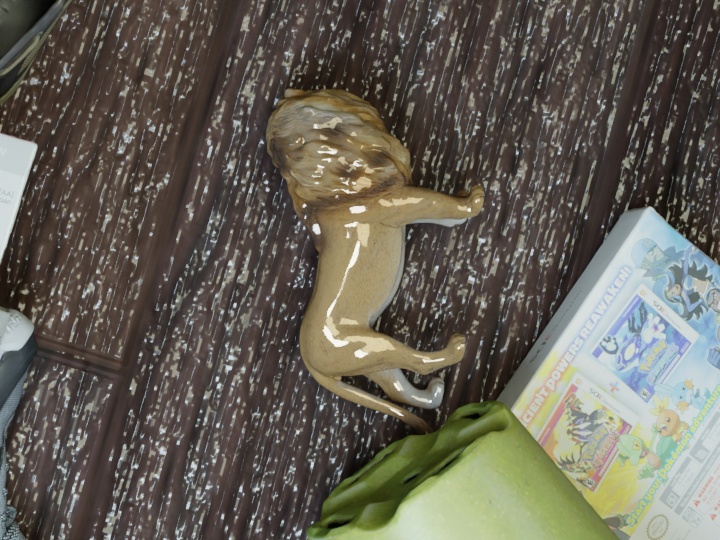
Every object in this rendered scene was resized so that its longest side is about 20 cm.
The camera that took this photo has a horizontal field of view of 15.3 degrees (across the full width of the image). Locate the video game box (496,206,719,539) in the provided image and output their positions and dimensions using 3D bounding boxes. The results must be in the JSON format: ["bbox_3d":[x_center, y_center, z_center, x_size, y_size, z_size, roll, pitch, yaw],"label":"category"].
[{"bbox_3d":[0.176,0.096,1.584,0.182,0.047,0.201,39,78,-14],"label":"video game box"}]

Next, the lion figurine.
[{"bbox_3d":[0.000,0.000,1.521,0.122,0.072,0.202,5,90,-10],"label":"lion figurine"}]

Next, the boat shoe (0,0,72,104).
[{"bbox_3d":[-0.174,-0.175,1.471,0.074,0.073,0.201,27,80,-15],"label":"boat shoe"}]

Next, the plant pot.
[{"bbox_3d":[0.071,0.181,1.464,0.200,0.200,0.185,-35,100,-15],"label":"plant pot"}]

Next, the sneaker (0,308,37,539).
[{"bbox_3d":[-0.200,0.128,1.453,0.113,0.075,0.201,29,86,-15],"label":"sneaker"}]

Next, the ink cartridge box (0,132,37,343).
[{"bbox_3d":[-0.279,-0.005,1.404,0.199,0.045,0.177,16,84,10],"label":"ink cartridge box"}]
